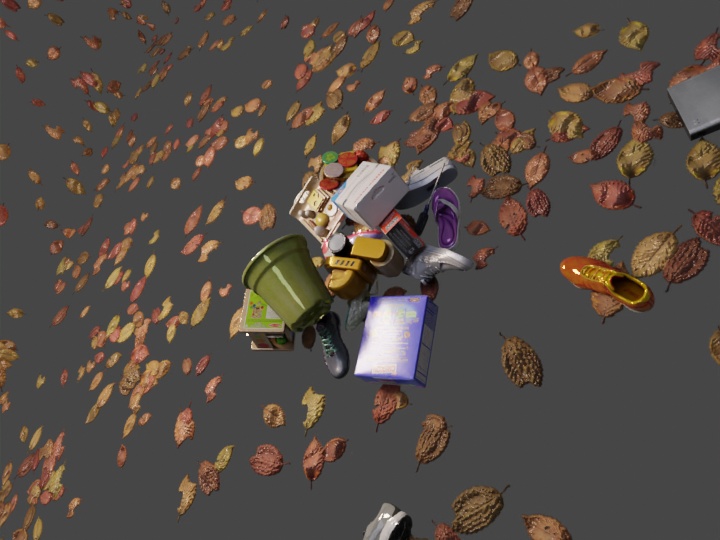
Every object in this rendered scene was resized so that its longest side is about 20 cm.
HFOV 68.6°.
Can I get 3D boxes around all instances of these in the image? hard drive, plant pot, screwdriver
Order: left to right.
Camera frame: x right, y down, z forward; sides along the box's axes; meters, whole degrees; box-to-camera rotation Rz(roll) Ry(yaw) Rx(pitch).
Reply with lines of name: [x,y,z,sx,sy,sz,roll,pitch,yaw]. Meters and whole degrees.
plant pot: [-0.168,0.045,1.338,0.200,0.200,0.185,-42,71,9]
screwdriver: [0.182,-0.190,1.400,0.028,0.028,0.204,16,97,4]
hard drive: [0.764,-0.367,1.090,0.197,0.033,0.142,-22,54,26]

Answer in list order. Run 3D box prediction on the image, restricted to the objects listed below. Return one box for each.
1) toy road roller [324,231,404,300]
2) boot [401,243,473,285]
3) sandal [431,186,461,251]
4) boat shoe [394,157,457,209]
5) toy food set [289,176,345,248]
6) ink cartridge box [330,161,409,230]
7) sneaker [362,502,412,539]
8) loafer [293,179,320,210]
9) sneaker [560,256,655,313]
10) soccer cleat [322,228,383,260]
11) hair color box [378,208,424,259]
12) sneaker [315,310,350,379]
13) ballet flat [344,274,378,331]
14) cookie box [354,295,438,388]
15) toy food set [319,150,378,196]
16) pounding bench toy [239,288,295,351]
toy road roller: [0.000,0.000,1.332,0.196,0.123,0.149,7,73,29]
boot: [0.186,-0.005,1.308,0.198,0.073,0.097,20,84,51]
sandal: [0.221,-0.144,1.365,0.081,0.050,0.206,-23,53,25]
boat shoe: [0.164,-0.250,1.453,0.200,0.074,0.087,-32,50,15]
toy food set: [-0.130,-0.179,1.612,0.200,0.060,0.145,45,109,34]
ink cartridge box: [0.021,-0.199,1.379,0.145,0.084,0.200,-48,24,-2]
sneaker: [0.029,0.579,1.091,0.079,0.074,0.202,22,73,52]
loafer: [-0.126,-0.255,1.698,0.199,0.063,0.073,-37,81,18]
sneaker: [0.488,0.013,1.054,0.199,0.077,0.074,29,85,45]
soccer cleat: [-0.020,-0.069,1.509,0.196,0.066,0.078,-11,90,26]
hair color box: [0.089,-0.116,1.373,0.061,0.101,0.201,-42,27,8]
sneaker: [-0.087,0.186,1.385,0.074,0.087,0.203,-32,50,18]
ballet flat: [0.012,0.066,1.397,0.071,0.072,0.204,0,66,37]
cookie box: [0.087,0.169,1.270,0.168,0.075,0.204,-3,63,36]
toy food set: [-0.032,-0.290,1.590,0.193,0.049,0.203,-10,56,-3]
pounding bench toy: [-0.215,0.144,1.476,0.195,0.157,0.127,-1,60,6]
